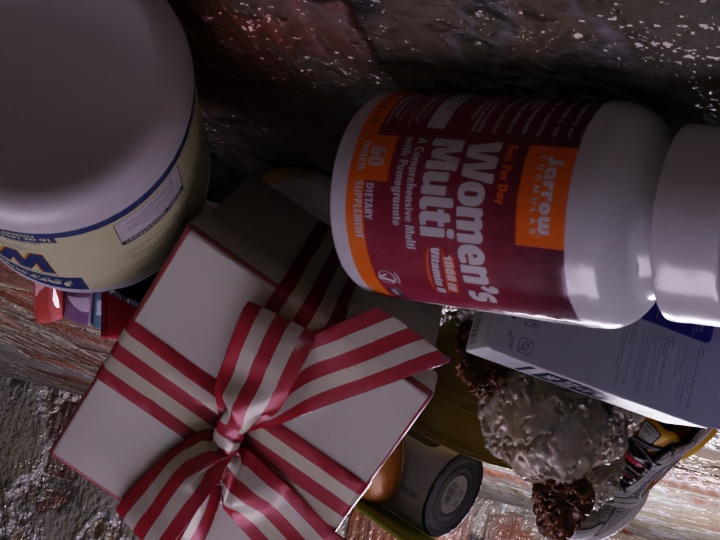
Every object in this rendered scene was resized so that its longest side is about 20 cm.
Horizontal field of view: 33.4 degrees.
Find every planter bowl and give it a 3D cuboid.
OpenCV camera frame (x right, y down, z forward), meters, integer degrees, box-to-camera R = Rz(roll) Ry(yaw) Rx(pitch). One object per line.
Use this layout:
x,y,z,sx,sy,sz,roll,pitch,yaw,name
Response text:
0.115,0.093,1.054,0.198,0.084,0.201,18,-165,-5,planter bowl

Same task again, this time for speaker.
0.008,0.151,1.053,0.199,0.082,0.081,27,176,38,speaker

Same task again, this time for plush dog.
0.150,0.095,0.885,0.160,0.202,0.171,-31,-179,39,plush dog

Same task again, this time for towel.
0.011,0.206,1.014,0.199,0.018,0.086,26,176,42,towel

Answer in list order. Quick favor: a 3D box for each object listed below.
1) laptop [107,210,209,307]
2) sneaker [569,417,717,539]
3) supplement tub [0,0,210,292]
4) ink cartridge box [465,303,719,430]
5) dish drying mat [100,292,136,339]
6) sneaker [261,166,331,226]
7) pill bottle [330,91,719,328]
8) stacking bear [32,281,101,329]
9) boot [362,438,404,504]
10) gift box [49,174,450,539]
-0.124,0.043,0.915,0.198,0.104,0.177,26,-156,7,laptop
0.239,0.157,1.057,0.078,0.200,0.082,43,170,24,sneaker
-0.155,-0.070,0.650,0.143,0.147,0.200,16,166,0,supplement tub
0.173,0.037,0.796,0.198,0.101,0.039,21,166,-14,ink cartridge box
-0.116,0.019,0.996,0.197,0.078,0.018,2,165,-22,dish drying mat
0.000,0.000,0.877,0.198,0.089,0.075,23,163,-32,sneaker
0.092,-0.031,0.597,0.198,0.111,0.109,8,164,32,pill bottle
-0.177,0.001,1.045,0.197,0.122,0.115,6,135,-11,stacking bear
-0.031,0.124,0.905,0.070,0.204,0.144,5,-152,29,boot
-0.045,0.068,0.714,0.198,0.186,0.187,30,-163,0,gift box
